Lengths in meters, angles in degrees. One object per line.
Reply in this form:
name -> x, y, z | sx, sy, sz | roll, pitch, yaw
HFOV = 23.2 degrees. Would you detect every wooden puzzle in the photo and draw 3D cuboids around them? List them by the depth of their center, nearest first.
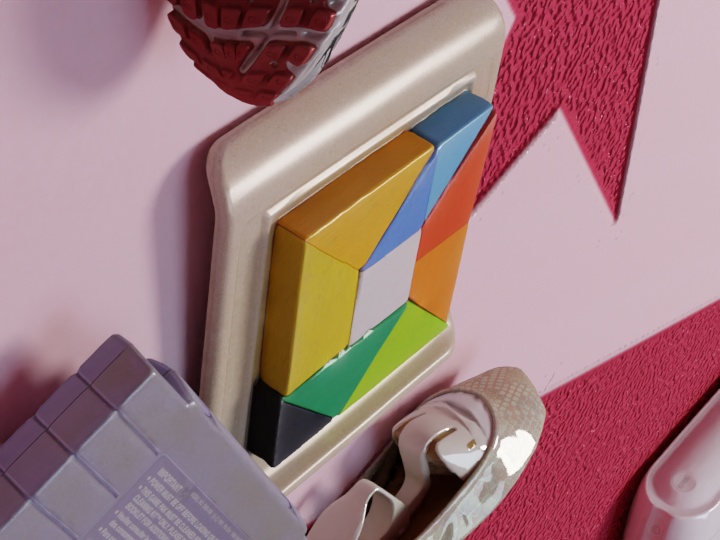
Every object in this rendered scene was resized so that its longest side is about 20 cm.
wooden puzzle -> 0.000, 0.000, 0.755 | 0.185, 0.037, 0.200 | -37, 144, -40

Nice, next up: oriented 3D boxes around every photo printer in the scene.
photo printer -> 0.270, 0.182, 1.362 | 0.200, 0.069, 0.167 | -41, 147, -34

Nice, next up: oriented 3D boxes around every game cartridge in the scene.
game cartridge -> -0.092, 0.114, 0.680 | 0.130, 0.038, 0.200 | -49, 149, -12

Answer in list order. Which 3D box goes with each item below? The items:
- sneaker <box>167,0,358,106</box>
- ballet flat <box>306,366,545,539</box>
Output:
sneaker -> -0.001, -0.147, 0.571 | 0.082, 0.078, 0.201 | -3, 118, -61
ballet flat -> 0.025, 0.113, 0.877 | 0.200, 0.067, 0.062 | -50, 141, -23
